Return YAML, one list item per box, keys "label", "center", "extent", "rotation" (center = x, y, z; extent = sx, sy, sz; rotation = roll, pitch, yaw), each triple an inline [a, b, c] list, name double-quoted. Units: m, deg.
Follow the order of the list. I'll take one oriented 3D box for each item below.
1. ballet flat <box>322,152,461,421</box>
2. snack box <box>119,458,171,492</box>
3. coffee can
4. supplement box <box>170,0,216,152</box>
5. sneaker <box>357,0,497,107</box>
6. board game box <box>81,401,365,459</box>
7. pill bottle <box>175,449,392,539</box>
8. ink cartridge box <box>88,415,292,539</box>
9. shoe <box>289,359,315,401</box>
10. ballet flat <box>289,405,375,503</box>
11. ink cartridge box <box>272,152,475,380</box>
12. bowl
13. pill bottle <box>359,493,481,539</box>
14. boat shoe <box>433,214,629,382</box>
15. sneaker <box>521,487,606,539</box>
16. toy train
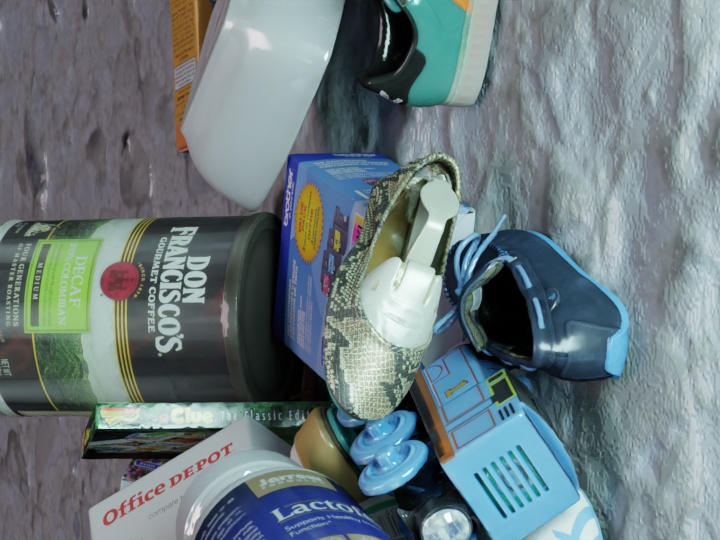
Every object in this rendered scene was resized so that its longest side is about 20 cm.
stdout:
- label: "ballet flat"
  center: [0.025, -0.002, 1.433]
  extent: [0.075, 0.068, 0.200]
  rotation: [-46, 19, 40]
- label: "snack box"
  center: [-0.150, 0.212, 1.796]
  extent: [0.142, 0.053, 0.201]
  rotation: [-72, -8, -66]
- label: "coffee can"
  center: [-0.157, 0.034, 1.734]
  extent: [0.146, 0.199, 0.147]
  rotation: [-1, -90, -73]
- label: "supplement box"
  center: [-0.111, -0.196, 1.909]
  extent: [0.069, 0.066, 0.201]
  rotation: [160, 107, -67]
- label: "sneaker"
  center: [0.043, -0.199, 1.509]
  extent: [0.071, 0.080, 0.201]
  rotation: [-143, 56, -63]
- label: "board game box"
  center: [-0.089, 0.111, 1.669]
  extent: [0.105, 0.199, 0.024]
  rotation: [124, 144, -68]
- label: "pill bottle"
  center: [-0.036, 0.182, 1.403]
  extent: [0.200, 0.115, 0.116]
  rotation: [-141, 54, -63]
- label: "ink cartridge box"
  center: [-0.094, 0.218, 1.588]
  extent: [0.146, 0.083, 0.200]
  rotation: [-31, 46, 19]
- label: "shoe"
  center: [-0.063, 0.108, 1.794]
  extent: [0.200, 0.071, 0.091]
  rotation: [-111, 27, -48]
- label: "ballet flat"
  center: [-0.014, 0.134, 1.566]
  extent: [0.069, 0.063, 0.200]
  rotation: [62, -173, 17]
- label: "ink cartridge box"
  center: [0.000, 0.000, 1.634]
  extent: [0.200, 0.076, 0.137]
  rotation: [-142, 55, -64]
- label: "bowl"
  center: [-0.067, -0.166, 1.706]
  extent: [0.200, 0.074, 0.200]
  rotation: [118, 168, -50]
- label: "pill bottle"
  center: [0.048, 0.239, 1.471]
  extent: [0.200, 0.113, 0.113]
  rotation: [-115, 32, -46]
- label: "boat shoe"
  center: [0.088, 0.013, 1.423]
  extent: [0.200, 0.068, 0.085]
  rotation: [-161, 72, -67]
- label: "sneaker"
  center: [0.090, 0.203, 1.363]
  extent: [0.072, 0.072, 0.201]
  rotation: [-34, 34, 52]
- label: "toy train"
  center: [0.057, 0.102, 1.435]
  extent: [0.087, 0.114, 0.200]
  rotation: [57, -176, -19]
